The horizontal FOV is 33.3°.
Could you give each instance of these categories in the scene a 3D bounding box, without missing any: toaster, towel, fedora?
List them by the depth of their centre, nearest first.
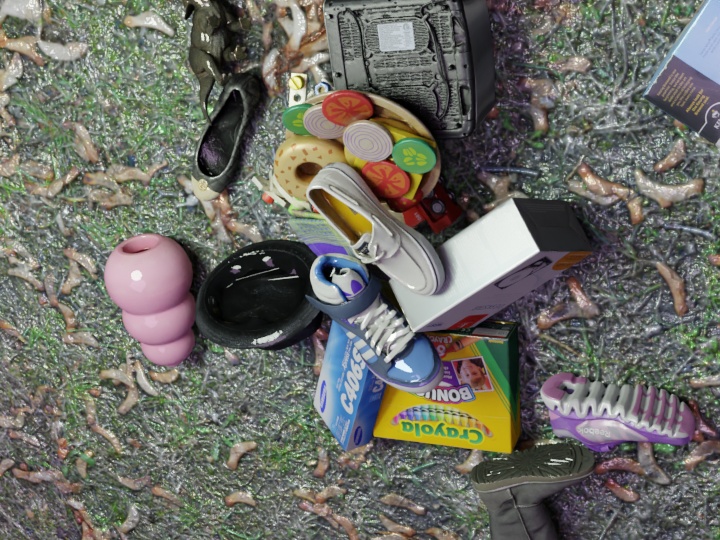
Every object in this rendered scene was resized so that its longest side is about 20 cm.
[{"bbox_3d":[0.068,-0.254,1.446,0.200,0.119,0.181,0,112,23],"label":"toaster"},{"bbox_3d":[0.000,0.000,1.559,0.144,0.023,0.200,14,150,46],"label":"towel"},{"bbox_3d":[-0.124,0.051,1.657,0.200,0.201,0.092,-3,144,23],"label":"fedora"}]

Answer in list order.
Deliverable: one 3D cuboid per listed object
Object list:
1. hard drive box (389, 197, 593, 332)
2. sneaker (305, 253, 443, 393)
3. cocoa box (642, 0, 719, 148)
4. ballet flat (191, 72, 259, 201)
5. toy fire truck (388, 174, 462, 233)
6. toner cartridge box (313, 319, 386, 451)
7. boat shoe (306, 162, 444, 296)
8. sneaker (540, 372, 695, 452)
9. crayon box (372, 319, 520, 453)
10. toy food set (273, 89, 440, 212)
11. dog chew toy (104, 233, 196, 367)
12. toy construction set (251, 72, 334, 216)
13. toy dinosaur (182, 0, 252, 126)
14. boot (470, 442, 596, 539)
[{"bbox_3d":[0.162,-0.006,1.485,0.200,0.156,0.077,-35,71,31],"label":"hard drive box"},{"bbox_3d":[0.012,0.058,1.481,0.081,0.146,0.200,-42,58,-6],"label":"sneaker"},{"bbox_3d":[0.419,-0.247,1.296,0.131,0.133,0.200,34,120,6],"label":"cocoa box"},{"bbox_3d":[-0.191,-0.178,1.620,0.066,0.057,0.200,29,120,9],"label":"ballet flat"},{"bbox_3d":[0.052,-0.076,1.570,0.141,0.049,0.200,-32,96,32],"label":"toy fire truck"},{"bbox_3d":[-0.011,0.148,1.641,0.095,0.043,0.200,53,146,34],"label":"toner cartridge box"},{"bbox_3d":[0.014,-0.037,1.411,0.200,0.070,0.071,48,131,-5],"label":"boat shoe"},{"bbox_3d":[0.332,0.197,1.561,0.200,0.080,0.089,10,122,23],"label":"sneaker"},{"bbox_3d":[0.113,0.151,1.636,0.200,0.058,0.173,4,113,21],"label":"crayon box"},{"bbox_3d":[-0.002,-0.139,1.437,0.200,0.049,0.198,20,142,-1],"label":"toy food set"},{"bbox_3d":[-0.292,0.050,1.729,0.124,0.125,0.200,2,121,22],"label":"dog chew toy"},{"bbox_3d":[-0.070,-0.148,1.556,0.131,0.092,0.200,33,126,3],"label":"toy construction set"},{"bbox_3d":[-0.192,-0.293,1.559,0.102,0.077,0.200,26,130,53],"label":"toy dinosaur"},{"bbox_3d":[0.249,0.333,1.634,0.182,0.073,0.200,-11,119,20],"label":"boot"}]
